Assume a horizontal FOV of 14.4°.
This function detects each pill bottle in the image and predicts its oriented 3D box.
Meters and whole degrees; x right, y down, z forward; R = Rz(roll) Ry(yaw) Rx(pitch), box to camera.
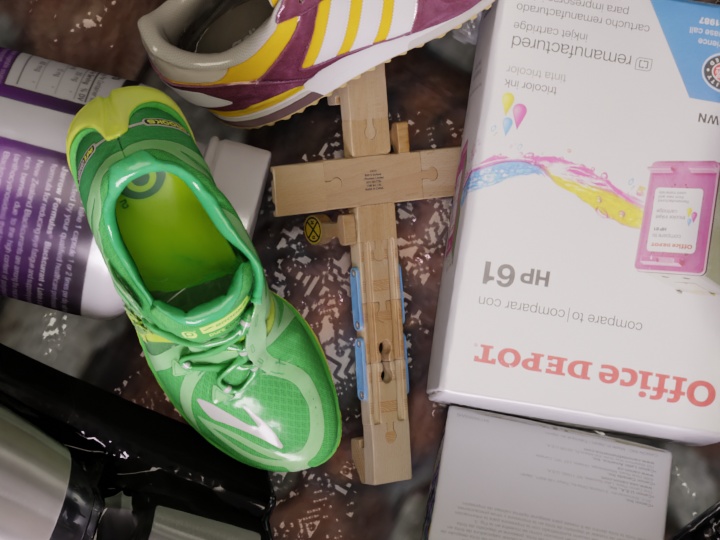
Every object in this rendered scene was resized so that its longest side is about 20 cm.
[{"bbox_3d":[-0.147,-0.040,1.306,0.200,0.111,0.112,15,87,0],"label":"pill bottle"}]

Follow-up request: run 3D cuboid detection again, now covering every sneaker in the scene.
[{"bbox_3d":[-0.005,-0.136,1.267,0.200,0.090,0.075,-36,65,11],"label":"sneaker"},{"bbox_3d":[-0.070,0.017,1.228,0.074,0.084,0.200,-28,118,4],"label":"sneaker"}]

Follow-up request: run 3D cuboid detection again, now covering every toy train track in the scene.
[{"bbox_3d":[0.000,0.000,1.344,0.115,0.033,0.200,-7,95,-37],"label":"toy train track"}]

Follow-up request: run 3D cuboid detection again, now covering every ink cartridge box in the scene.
[{"bbox_3d":[0.076,0.161,1.279,0.109,0.050,0.200,12,50,-1],"label":"ink cartridge box"},{"bbox_3d":[0.117,-0.026,1.322,0.144,0.085,0.200,9,87,-3],"label":"ink cartridge box"}]

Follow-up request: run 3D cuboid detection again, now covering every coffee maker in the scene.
[{"bbox_3d":[-0.146,0.093,1.281,0.200,0.192,0.135,26,126,-19],"label":"coffee maker"}]

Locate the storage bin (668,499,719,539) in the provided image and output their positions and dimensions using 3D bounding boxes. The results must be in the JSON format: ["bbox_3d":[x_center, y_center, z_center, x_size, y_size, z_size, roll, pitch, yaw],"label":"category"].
[{"bbox_3d":[0.220,0.126,1.261,0.135,0.200,0.094,-37,89,-3],"label":"storage bin"}]
